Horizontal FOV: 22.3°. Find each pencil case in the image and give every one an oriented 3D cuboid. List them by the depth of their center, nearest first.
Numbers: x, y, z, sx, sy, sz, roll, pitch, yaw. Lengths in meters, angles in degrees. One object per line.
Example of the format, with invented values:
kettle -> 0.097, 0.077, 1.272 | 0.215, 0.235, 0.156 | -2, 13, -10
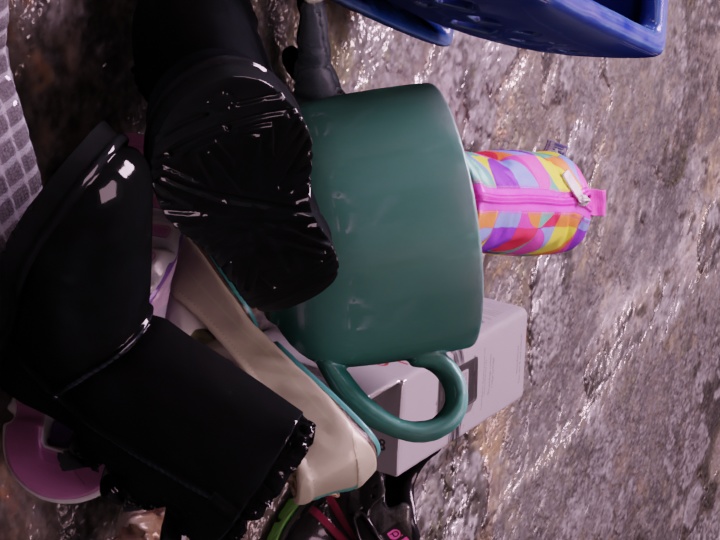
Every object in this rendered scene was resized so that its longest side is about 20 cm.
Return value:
pencil case -> 0.096, -0.049, 1.305 | 0.199, 0.088, 0.089 | -5, 106, -56

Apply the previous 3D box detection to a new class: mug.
mug -> -0.001, -0.010, 1.026 | 0.153, 0.113, 0.186 | 92, -13, -51

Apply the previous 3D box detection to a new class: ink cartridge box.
ink cartridge box -> 0.009, 0.069, 1.180 | 0.200, 0.115, 0.067 | -24, 123, -52

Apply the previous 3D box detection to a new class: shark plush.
shark plush -> -0.005, -0.077, 1.132 | 0.091, 0.083, 0.202 | -42, 126, -65

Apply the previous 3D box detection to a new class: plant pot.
plant pot -> 0.068, -0.234, 1.077 | 0.200, 0.179, 0.202 | 11, 82, -59

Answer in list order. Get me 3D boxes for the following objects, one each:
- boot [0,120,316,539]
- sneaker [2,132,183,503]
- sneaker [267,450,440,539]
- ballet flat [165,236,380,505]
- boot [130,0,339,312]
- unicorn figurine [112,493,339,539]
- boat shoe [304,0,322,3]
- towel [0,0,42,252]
boot -> -0.091, 0.039, 0.833 | 0.073, 0.162, 0.199 | -52, 179, -41
sneaker -> -0.136, 0.028, 0.976 | 0.089, 0.080, 0.202 | 64, 35, -74
sneaker -> -0.006, 0.178, 1.224 | 0.077, 0.083, 0.201 | 47, 62, -53
ballet flat -> -0.071, 0.050, 1.001 | 0.069, 0.200, 0.070 | -33, 153, -20
boot -> -0.077, -0.091, 0.898 | 0.076, 0.169, 0.200 | -24, 151, 0
unicorn figurine -> -0.089, 0.112, 1.075 | 0.200, 0.074, 0.138 | -31, 149, -41
boat shoe -> -0.033, -0.173, 0.962 | 0.071, 0.200, 0.064 | -41, 94, -23
towel -> -0.222, -0.042, 0.797 | 0.200, 0.085, 0.167 | -47, 139, -40
